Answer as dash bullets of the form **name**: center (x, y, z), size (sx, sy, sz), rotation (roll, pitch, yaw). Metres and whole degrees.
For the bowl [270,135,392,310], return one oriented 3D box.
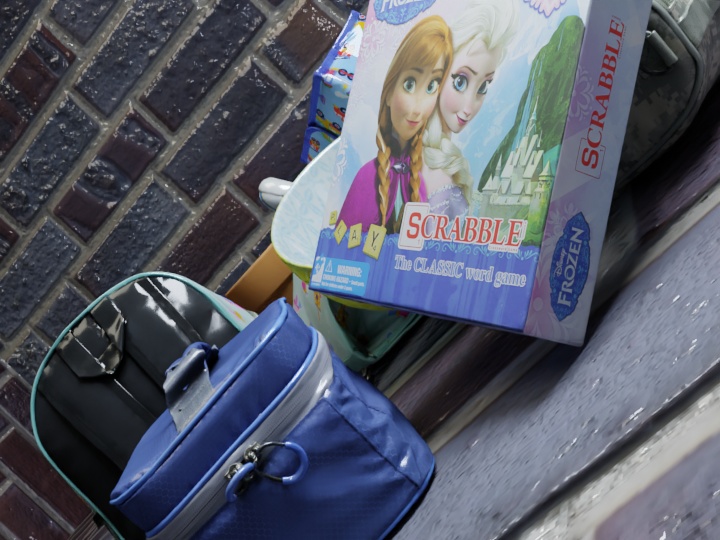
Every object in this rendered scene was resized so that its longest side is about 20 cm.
- **bowl**: center (0.041, -0.034, 0.792), size (0.198, 0.108, 0.201), rotation (-25, 32, 16)

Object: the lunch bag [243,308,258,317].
- **lunch bag**: center (-0.137, 0.131, 0.980), size (0.166, 0.117, 0.200), rotation (-60, 34, 7)

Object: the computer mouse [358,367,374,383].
- **computer mouse**: center (-0.063, 0.146, 0.858), size (0.200, 0.034, 0.059), rotation (-47, 4, 11)

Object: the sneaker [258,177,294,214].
- **sneaker**: center (-0.034, -0.012, 1.079), size (0.106, 0.198, 0.076), rotation (-63, 25, -4)

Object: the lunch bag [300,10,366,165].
- **lunch bag**: center (0.023, -0.129, 1.026), size (0.095, 0.149, 0.201), rotation (-61, -3, -30)

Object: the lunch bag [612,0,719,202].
- **lunch bag**: center (0.159, -0.144, 0.638), size (0.167, 0.140, 0.200), rotation (-27, 17, 47)

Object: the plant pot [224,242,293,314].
- **plant pot**: center (-0.051, 0.005, 1.277), size (0.200, 0.140, 0.200), rotation (-47, 4, 4)

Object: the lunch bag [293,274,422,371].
- **lunch bag**: center (0.000, 0.000, 0.940), size (0.170, 0.120, 0.204), rotation (145, 134, -68)

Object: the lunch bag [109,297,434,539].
- **lunch bag**: center (-0.055, 0.097, 0.567), size (0.136, 0.132, 0.200), rotation (-47, 4, -3)

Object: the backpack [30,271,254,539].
- **backpack**: center (-0.124, 0.104, 0.736), size (0.176, 0.200, 0.153), rotation (-47, 4, 0)

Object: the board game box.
- **board game box**: center (0.055, -0.075, 0.549), size (0.199, 0.041, 0.203), rotation (7, 84, 58)
